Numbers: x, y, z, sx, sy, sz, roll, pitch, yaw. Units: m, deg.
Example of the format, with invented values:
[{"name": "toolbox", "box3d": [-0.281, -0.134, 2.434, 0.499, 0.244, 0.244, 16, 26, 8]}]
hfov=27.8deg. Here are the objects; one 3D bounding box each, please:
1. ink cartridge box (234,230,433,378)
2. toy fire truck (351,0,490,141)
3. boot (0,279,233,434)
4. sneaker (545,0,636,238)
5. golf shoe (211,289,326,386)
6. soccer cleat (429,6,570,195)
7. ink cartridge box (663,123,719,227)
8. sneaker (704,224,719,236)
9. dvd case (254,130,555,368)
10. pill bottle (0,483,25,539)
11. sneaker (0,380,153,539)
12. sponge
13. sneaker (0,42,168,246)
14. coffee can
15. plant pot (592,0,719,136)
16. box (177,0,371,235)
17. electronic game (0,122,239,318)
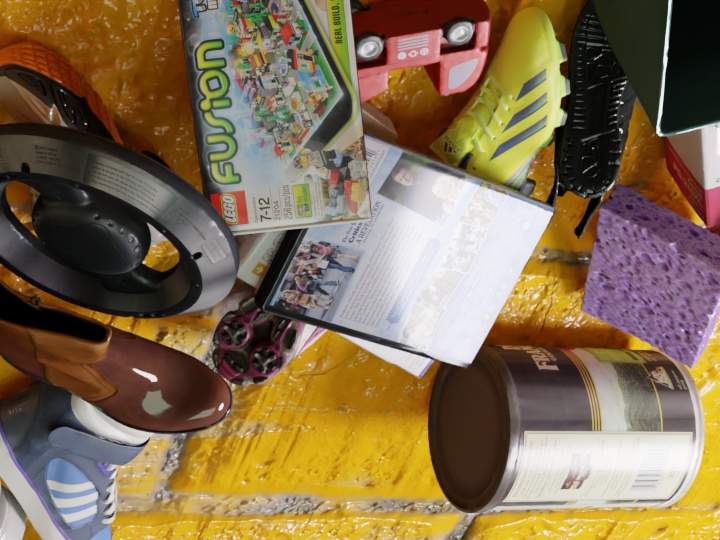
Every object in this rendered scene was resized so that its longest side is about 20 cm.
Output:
[{"name": "ink cartridge box", "box3d": [0.000, 0.000, 1.067, 0.200, 0.037, 0.095, 32, 98, -36]}, {"name": "toy fire truck", "box3d": [-0.008, -0.120, 1.030, 0.200, 0.049, 0.141, -12, 136, -12]}, {"name": "boot", "box3d": [-0.176, 0.054, 1.026, 0.188, 0.069, 0.200, 26, 164, -1]}, {"name": "sneaker", "box3d": [0.175, -0.122, 1.091, 0.060, 0.104, 0.200, 12, 96, 3]}, {"name": "golf shoe", "box3d": [-0.035, 0.008, 1.144, 0.200, 0.073, 0.092, -42, 177, 4]}, {"name": "soccer cleat", "box3d": [0.096, -0.105, 1.066, 0.084, 0.065, 0.200, -5, 141, -15]}, {"name": "ink cartridge box", "box3d": [0.307, -0.148, 1.103, 0.145, 0.084, 0.200, -21, 137, -2]}, {"name": "sneaker", "box3d": [0.301, 0.010, 1.196, 0.079, 0.096, 0.200, -20, 178, -25]}, {"name": "dvd case", "box3d": [0.035, -0.012, 1.048, 0.200, 0.018, 0.143, 18, 107, -36]}, {"name": "pill bottle", "box3d": [-0.352, 0.166, 1.131, 0.111, 0.111, 0.200, -30, 136, 8]}, {"name": "sneaker", "box3d": [-0.206, 0.156, 1.200, 0.146, 0.081, 0.200, -21, 132, 5]}, {"name": "sponge", "box3d": [0.239, 0.010, 1.179, 0.030, 0.112, 0.200, -54, 163, -19]}, {"name": "sneaker", "box3d": [-0.201, -0.067, 0.991, 0.092, 0.076, 0.200, -27, 136, 12]}, {"name": "coffee can", "box3d": [0.180, 0.140, 1.292, 0.200, 0.146, 0.146, 3, 131, -25]}, {"name": "plant pot", "box3d": [0.215, -0.214, 0.916, 0.141, 0.200, 0.141, -15, 137, -8]}, {"name": "box", "box3d": [-0.056, -0.126, 0.937, 0.110, 0.035, 0.200, -7, 107, -1]}, {"name": "electronic game", "box3d": [-0.175, -0.029, 0.954, 0.200, 0.042, 0.200, 14, 150, 8]}]
